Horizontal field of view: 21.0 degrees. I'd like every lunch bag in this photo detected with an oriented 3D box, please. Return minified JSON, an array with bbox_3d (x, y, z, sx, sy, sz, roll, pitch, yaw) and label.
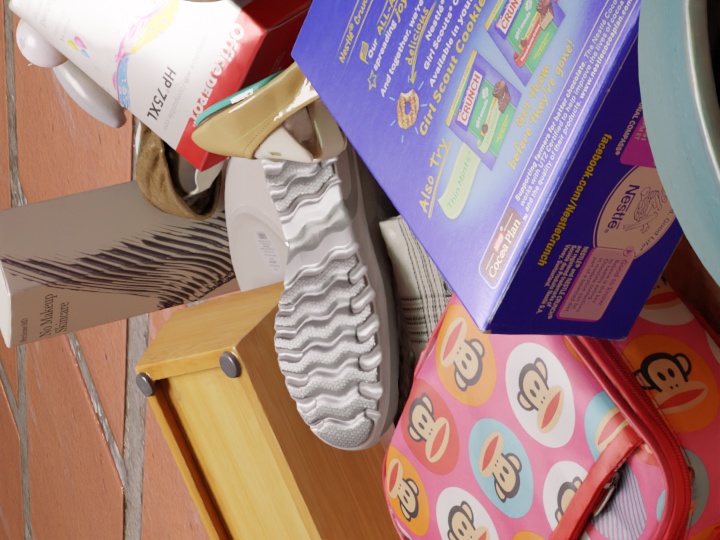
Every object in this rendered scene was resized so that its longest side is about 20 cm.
[{"bbox_3d":[0.096,0.095,0.838,0.177,0.082,0.201,54,145,28],"label":"lunch bag"}]

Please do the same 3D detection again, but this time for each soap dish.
[{"bbox_3d":[-0.048,0.112,1.186,0.157,0.081,0.201,-13,103,54],"label":"soap dish"}]

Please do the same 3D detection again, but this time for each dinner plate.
[{"bbox_3d":[-0.040,0.018,1.226,0.200,0.024,0.201,48,152,35],"label":"dinner plate"}]

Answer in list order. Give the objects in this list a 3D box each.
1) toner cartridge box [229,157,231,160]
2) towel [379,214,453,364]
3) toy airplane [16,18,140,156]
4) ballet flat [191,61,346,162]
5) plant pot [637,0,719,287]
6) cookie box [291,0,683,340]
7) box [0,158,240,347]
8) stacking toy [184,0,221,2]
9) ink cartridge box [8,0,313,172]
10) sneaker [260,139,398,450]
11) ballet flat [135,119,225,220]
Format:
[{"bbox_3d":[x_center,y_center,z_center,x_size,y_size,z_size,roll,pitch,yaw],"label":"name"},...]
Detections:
[{"bbox_3d":[-0.074,-0.154,1.259,0.095,0.043,0.201,131,125,-68],"label":"toner cartridge box"},{"bbox_3d":[0.066,0.032,0.979,0.192,0.034,0.202,174,85,-72],"label":"towel"},{"bbox_3d":[-0.174,-0.163,1.395,0.199,0.140,0.201,-127,31,-50],"label":"toy airplane"},{"bbox_3d":[-0.017,-0.090,1.018,0.200,0.068,0.063,-30,86,45],"label":"ballet flat"},{"bbox_3d":[0.154,-0.051,0.459,0.188,0.199,0.202,169,88,-87],"label":"plant pot"},{"bbox_3d":[0.066,-0.101,0.759,0.200,0.075,0.172,58,132,45],"label":"cookie box"},{"bbox_3d":[-0.155,-0.015,1.336,0.082,0.199,0.069,106,145,-59],"label":"box"},{"bbox_3d":[-0.079,-0.239,1.081,0.201,0.085,0.086,-84,0,-46],"label":"stacking toy"},{"bbox_3d":[-0.098,-0.144,1.126,0.200,0.067,0.116,40,132,11],"label":"ink cartridge box"},{"bbox_3d":[0.000,0.000,1.092,0.074,0.082,0.202,-12,77,35],"label":"sneaker"},{"bbox_3d":[-0.111,-0.114,1.239,0.072,0.068,0.201,35,136,35],"label":"ballet flat"}]
